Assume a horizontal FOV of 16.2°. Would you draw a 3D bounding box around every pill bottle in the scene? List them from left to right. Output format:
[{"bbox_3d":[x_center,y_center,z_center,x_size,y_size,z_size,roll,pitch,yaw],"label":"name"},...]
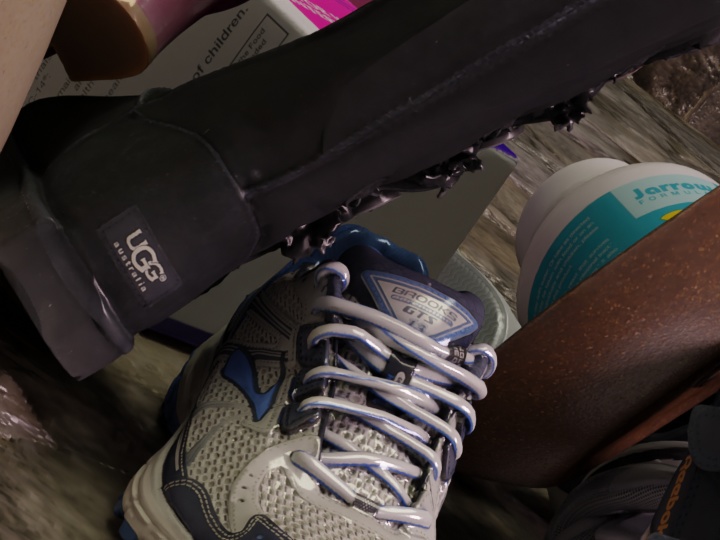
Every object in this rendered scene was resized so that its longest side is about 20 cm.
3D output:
[{"bbox_3d":[0.133,0.027,1.037,0.110,0.111,0.200,30,13,-33],"label":"pill bottle"}]

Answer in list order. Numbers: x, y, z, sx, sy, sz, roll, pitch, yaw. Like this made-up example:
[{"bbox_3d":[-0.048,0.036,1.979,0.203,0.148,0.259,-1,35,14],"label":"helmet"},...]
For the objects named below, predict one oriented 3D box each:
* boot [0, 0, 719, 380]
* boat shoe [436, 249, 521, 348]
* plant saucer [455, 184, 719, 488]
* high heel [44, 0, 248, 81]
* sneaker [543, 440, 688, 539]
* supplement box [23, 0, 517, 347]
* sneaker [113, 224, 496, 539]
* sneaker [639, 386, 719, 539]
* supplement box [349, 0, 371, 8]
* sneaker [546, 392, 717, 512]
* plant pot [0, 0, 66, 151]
[{"bbox_3d":[-0.002,-0.053,0.675,0.066,0.199,0.165,59,-1,-19],"label":"boot"},{"bbox_3d":[0.000,0.000,0.890,0.200,0.072,0.062,54,-5,45],"label":"boat shoe"},{"bbox_3d":[0.104,0.009,0.732,0.037,0.200,0.200,57,15,10],"label":"plant saucer"},{"bbox_3d":[-0.096,-0.100,0.724,0.199,0.096,0.068,3,-49,47],"label":"high heel"},{"bbox_3d":[0.141,0.093,0.750,0.199,0.076,0.115,2,6,25],"label":"sneaker"},{"bbox_3d":[-0.058,-0.063,0.837,0.101,0.104,0.200,23,16,-47],"label":"supplement box"},{"bbox_3d":[-0.008,0.036,0.630,0.077,0.085,0.200,34,12,-15],"label":"sneaker"},{"bbox_3d":[0.107,0.072,0.640,0.078,0.080,0.200,24,44,8],"label":"sneaker"},{"bbox_3d":[-0.041,-0.118,1.106,0.131,0.103,0.200,32,11,-25],"label":"supplement box"},{"bbox_3d":[0.155,0.047,0.842,0.199,0.085,0.075,-2,31,15],"label":"sneaker"},{"bbox_3d":[-0.126,-0.117,0.588,0.187,0.200,0.187,36,11,-8],"label":"plant pot"}]
